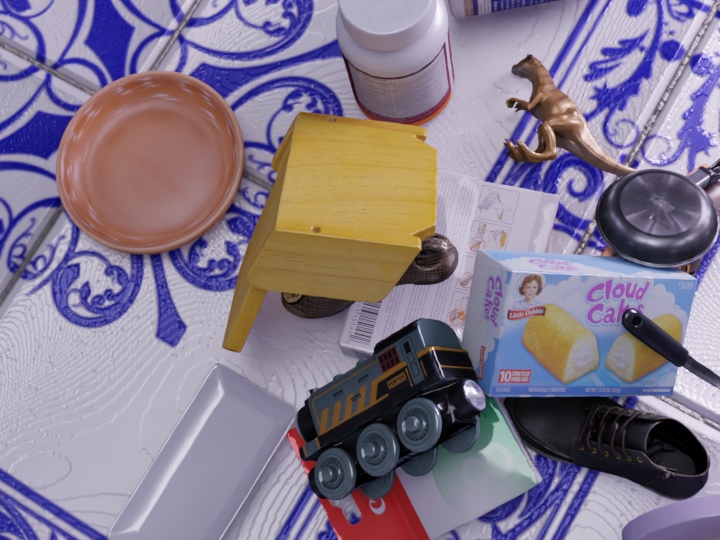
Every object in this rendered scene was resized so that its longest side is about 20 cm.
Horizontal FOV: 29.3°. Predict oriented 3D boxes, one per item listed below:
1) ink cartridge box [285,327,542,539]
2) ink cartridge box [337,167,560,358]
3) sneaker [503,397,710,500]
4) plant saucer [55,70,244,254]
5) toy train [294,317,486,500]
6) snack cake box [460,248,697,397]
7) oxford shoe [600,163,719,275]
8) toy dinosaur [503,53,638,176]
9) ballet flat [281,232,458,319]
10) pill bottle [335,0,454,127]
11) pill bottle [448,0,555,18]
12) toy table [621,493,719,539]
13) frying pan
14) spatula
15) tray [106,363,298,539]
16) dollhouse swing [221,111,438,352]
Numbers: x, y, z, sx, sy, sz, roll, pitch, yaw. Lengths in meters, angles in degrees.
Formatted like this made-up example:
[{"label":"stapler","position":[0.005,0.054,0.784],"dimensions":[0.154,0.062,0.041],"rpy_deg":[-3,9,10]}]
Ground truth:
[{"label":"ink cartridge box","position":[0.044,0.170,1.269],"dimensions":[0.199,0.050,0.162],"rpy_deg":[-29,78,5]},{"label":"ink cartridge box","position":[0.088,0.005,1.344],"dimensions":[0.175,0.045,0.202],"rpy_deg":[14,75,12]},{"label":"sneaker","position":[0.224,0.142,1.248],"dimensions":[0.198,0.106,0.075],"rpy_deg":[19,75,13]},{"label":"plant saucer","position":[-0.215,-0.109,1.427],"dimensions":[0.198,0.037,0.202],"rpy_deg":[-2,72,6]},{"label":"toy train","position":[0.023,0.127,1.218],"dimensions":[0.199,0.085,0.115],"rpy_deg":[-34,63,33]},{"label":"snack cake box","position":[0.194,0.048,1.233],"dimensions":[0.198,0.067,0.116],"rpy_deg":[2,107,-25]},{"label":"oxford shoe","position":[0.284,-0.015,1.313],"dimensions":[0.200,0.071,0.073],"rpy_deg":[-41,76,-7]},{"label":"toy dinosaur","position":[0.204,-0.138,1.368],"dimensions":[0.106,0.060,0.200],"rpy_deg":[-35,71,-6]},{"label":"ballet flat","position":[0.000,0.000,1.305],"dimensions":[0.199,0.046,0.068],"rpy_deg":[-13,60,33]},{"label":"pill bottle","position":[0.034,-0.224,1.344],"dimensions":[0.109,0.200,0.111],"rpy_deg":[-2,71,7]},{"label":"pill bottle","position":[0.181,-0.333,1.404],"dimensions":[0.198,0.120,0.121],"rpy_deg":[-9,71,4]},{"label":"toy table","position":[0.331,0.269,1.169],"dimensions":[0.198,0.184,0.118],"rpy_deg":[-12,53,12]},{"label":"frying pan","position":[0.309,-0.063,1.273],"dimensions":[0.189,0.031,0.115],"rpy_deg":[-17,54,-9]},{"label":"spatula","position":[0.306,0.089,1.239],"dimensions":[0.199,0.021,0.057],"rpy_deg":[33,82,-21]},{"label":"tray","position":[-0.149,0.197,1.320],"dimensions":[0.107,0.022,0.201],"rpy_deg":[27,77,23]},{"label":"dollhouse swing","position":[-0.029,-0.019,1.295],"dimensions":[0.180,0.177,0.201],"rpy_deg":[7,36,-1]}]
